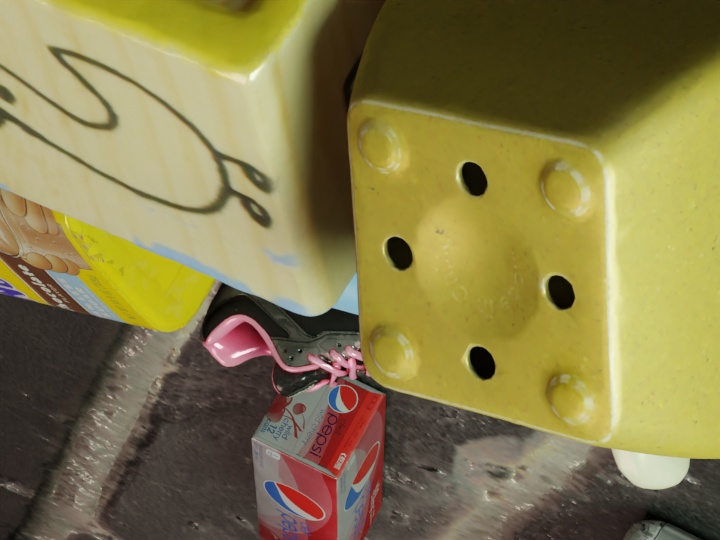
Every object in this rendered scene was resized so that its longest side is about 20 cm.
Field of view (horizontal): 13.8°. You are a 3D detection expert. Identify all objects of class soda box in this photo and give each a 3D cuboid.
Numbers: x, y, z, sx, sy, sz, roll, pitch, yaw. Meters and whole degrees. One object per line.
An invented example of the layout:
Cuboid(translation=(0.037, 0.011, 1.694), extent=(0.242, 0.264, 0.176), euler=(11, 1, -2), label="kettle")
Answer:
Cuboid(translation=(-0.026, 0.132, 1.929), extent=(0.063, 0.070, 0.200), euler=(25, 158, 11), label="soda box")

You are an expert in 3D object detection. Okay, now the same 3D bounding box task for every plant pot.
Cuboid(translation=(0.100, -0.033, 1.130), extent=(0.194, 0.200, 0.196), euler=(14, 117, 35), label="plant pot")

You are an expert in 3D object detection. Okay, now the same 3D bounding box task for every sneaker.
Cuboid(translation=(-0.006, 0.037, 1.665), extent=(0.200, 0.096, 0.079), euler=(13, 151, 34), label="sneaker")

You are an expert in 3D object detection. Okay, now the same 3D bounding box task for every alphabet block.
Cuboid(translation=(-0.062, -0.132, 1.231), extent=(0.195, 0.197, 0.200), euler=(21, 157, 19), label="alphabet block")

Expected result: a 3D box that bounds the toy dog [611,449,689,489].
Cuboid(translation=(0.212, 0.007, 1.300), extent=(0.200, 0.139, 0.194), euler=(2, 108, 54), label="toy dog")

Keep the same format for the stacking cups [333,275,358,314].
Cuboid(translation=(0.000, 0.000, 1.607), extent=(0.200, 0.061, 0.061), euler=(14, 154, 29), label="stacking cups")

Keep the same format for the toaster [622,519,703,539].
Cuboid(translation=(0.197, 0.234, 1.811), extent=(0.129, 0.114, 0.200), euler=(30, 161, 12), label="toaster")

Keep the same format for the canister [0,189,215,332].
Cuboid(translation=(-0.191, -0.039, 1.688), extent=(0.200, 0.087, 0.149), euler=(12, 153, 38), label="canister")
